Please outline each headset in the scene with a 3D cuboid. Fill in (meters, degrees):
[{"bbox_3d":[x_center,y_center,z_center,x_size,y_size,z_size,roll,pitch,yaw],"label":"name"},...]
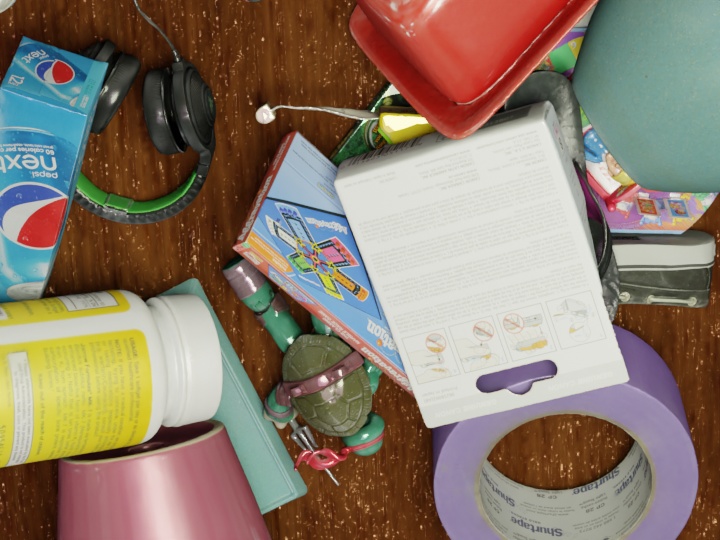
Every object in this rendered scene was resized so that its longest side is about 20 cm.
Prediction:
[{"bbox_3d":[-0.159,-0.134,1.220,0.122,0.094,0.202,15,120,-3],"label":"headset"}]

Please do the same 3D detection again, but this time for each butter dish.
[{"bbox_3d":[0.058,-0.225,1.117,0.200,0.200,0.147,-47,132,9],"label":"butter dish"}]

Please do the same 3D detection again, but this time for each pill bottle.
[{"bbox_3d":[-0.207,0.075,1.194,0.198,0.114,0.116,-7,107,-27],"label":"pill bottle"}]

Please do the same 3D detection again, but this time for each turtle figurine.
[{"bbox_3d":[-0.021,0.068,1.257,0.149,0.101,0.201,-24,102,7],"label":"turtle figurine"}]

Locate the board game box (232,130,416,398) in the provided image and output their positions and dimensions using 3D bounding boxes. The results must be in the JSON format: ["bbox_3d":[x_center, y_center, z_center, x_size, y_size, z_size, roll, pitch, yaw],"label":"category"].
[{"bbox_3d":[0.000,0.000,1.214,0.200,0.104,0.019,41,144,-27],"label":"board game box"}]

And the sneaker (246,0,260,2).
[{"bbox_3d":[-0.105,-0.277,1.179,0.095,0.079,0.201,-33,104,17],"label":"sneaker"}]

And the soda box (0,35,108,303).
[{"bbox_3d":[-0.237,-0.061,1.185,0.064,0.068,0.201,17,129,-7],"label":"soda box"}]

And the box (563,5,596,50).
[{"bbox_3d":[0.227,-0.216,1.227,0.199,0.041,0.157,28,103,-9],"label":"box"}]

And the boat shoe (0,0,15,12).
[{"bbox_3d":[-0.341,-0.222,1.173,0.198,0.070,0.072,17,104,-8],"label":"boat shoe"}]

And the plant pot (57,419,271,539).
[{"bbox_3d":[-0.148,0.213,1.247,0.198,0.200,0.181,-10,95,-1],"label":"plant pot"}]

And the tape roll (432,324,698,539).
[{"bbox_3d":[0.153,0.141,1.272,0.198,0.085,0.202,1,119,2],"label":"tape roll"}]

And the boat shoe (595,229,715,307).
[{"bbox_3d":[0.174,0.006,1.268,0.198,0.071,0.064,0,104,-5],"label":"boat shoe"}]

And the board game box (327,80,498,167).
[{"bbox_3d":[0.043,-0.088,1.259,0.104,0.023,0.200,37,99,-14],"label":"board game box"}]

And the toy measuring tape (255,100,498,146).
[{"bbox_3d":[0.021,-0.084,1.215,0.198,0.074,0.074,3,105,0],"label":"toy measuring tape"}]

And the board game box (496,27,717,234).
[{"bbox_3d":[0.182,-0.096,1.223,0.198,0.039,0.160,1,113,-1],"label":"board game box"}]

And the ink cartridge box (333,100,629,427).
[{"bbox_3d":[0.088,-0.003,1.176,0.161,0.057,0.201,-15,112,20],"label":"ink cartridge box"}]

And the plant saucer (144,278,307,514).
[{"bbox_3d":[-0.114,0.108,1.305,0.069,0.019,0.201,-25,104,3],"label":"plant saucer"}]

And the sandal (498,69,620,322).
[{"bbox_3d":[0.143,-0.042,1.191,0.075,0.048,0.202,-19,106,-11],"label":"sandal"}]

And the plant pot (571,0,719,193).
[{"bbox_3d":[0.223,-0.131,1.124,0.134,0.200,0.201,-34,105,18],"label":"plant pot"}]
